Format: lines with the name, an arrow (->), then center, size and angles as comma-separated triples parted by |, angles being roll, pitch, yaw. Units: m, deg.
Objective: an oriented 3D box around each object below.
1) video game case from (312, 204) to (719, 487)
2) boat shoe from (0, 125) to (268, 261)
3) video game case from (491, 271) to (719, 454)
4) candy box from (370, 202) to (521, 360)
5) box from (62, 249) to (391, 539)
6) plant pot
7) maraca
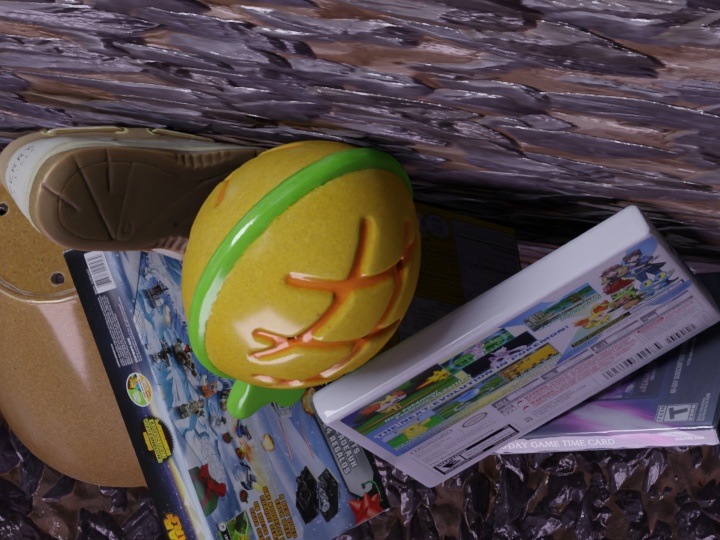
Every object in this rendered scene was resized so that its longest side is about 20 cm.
video game case -> 0.090, 0.046, 1.443 | 0.200, 0.022, 0.182 | -31, 157, 9
boat shoe -> -0.094, -0.042, 1.349 | 0.200, 0.074, 0.066 | 11, -166, -42
video game case -> 0.129, 0.056, 1.577 | 0.200, 0.143, 0.019 | -4, 128, 22
candy box -> 0.024, 0.009, 1.485 | 0.026, 0.102, 0.200 | -22, 155, 39
box -> -0.069, 0.061, 1.422 | 0.040, 0.200, 0.137 | -16, -175, 43
plant pot -> -0.153, 0.010, 1.519 | 0.186, 0.187, 0.200 | 8, 162, 13
maraca -> -0.027, 0.008, 1.316 | 0.107, 0.137, 0.200 | 50, 165, 25
